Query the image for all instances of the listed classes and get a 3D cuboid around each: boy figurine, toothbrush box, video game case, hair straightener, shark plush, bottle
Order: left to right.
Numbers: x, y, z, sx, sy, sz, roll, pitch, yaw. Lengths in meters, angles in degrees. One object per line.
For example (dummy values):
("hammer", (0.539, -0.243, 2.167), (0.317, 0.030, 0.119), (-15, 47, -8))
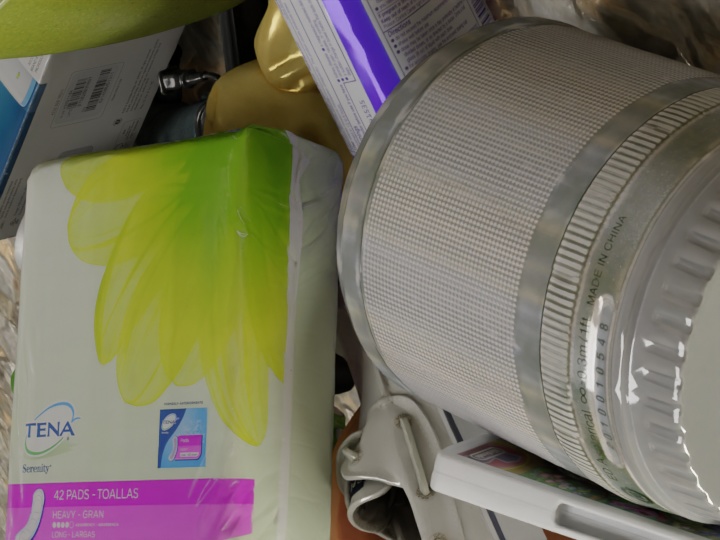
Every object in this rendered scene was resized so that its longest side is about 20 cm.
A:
("toothbrush box", (-0.190, -0.137, 1.445), (0.200, 0.085, 0.146), (54, 137, 25))
("shark plush", (-0.106, -0.077, 1.479), (0.200, 0.091, 0.083), (169, 98, -67))
("hair straightener", (-0.056, -0.080, 1.381), (0.077, 0.041, 0.200), (22, 141, 19))
("boy figurine", (-0.031, -0.048, 1.293), (0.124, 0.064, 0.200), (25, 113, 48))
("bottle", (-0.002, -0.133, 1.202), (0.065, 0.084, 0.200), (-10, 116, 42))
("video game case", (0.145, 0.096, 1.121), (0.200, 0.143, 0.018), (17, 102, 24))

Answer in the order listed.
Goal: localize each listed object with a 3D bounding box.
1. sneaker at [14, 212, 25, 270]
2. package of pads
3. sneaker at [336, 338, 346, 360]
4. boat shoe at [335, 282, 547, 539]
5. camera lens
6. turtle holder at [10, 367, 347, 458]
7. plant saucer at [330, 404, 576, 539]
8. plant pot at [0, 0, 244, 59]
("sneaker", (-0.092, 0.012, 1.473), (0.085, 0.073, 0.200), (22, -179, 27))
("package of pads", (-0.082, 0.045, 1.245), (0.154, 0.068, 0.200), (-5, 79, 45))
("sneaker", (0.000, 0.000, 1.399), (0.082, 0.074, 0.200), (69, 156, 15))
("boat shoe", (0.022, 0.086, 1.202), (0.072, 0.066, 0.200), (101, 148, -62))
("camera lens", (0.101, -0.002, 1.098), (0.200, 0.160, 0.160), (24, 141, 47))
("turtle holder", (-0.080, 0.081, 1.386), (0.186, 0.132, 0.141), (-53, 37, 39))
("plant saucer", (0.069, 0.105, 1.242), (0.200, 0.200, 0.037), (38, 173, 31))
("plant pot", (-0.125, -0.168, 1.226), (0.187, 0.200, 0.187), (-4, 84, 34))
